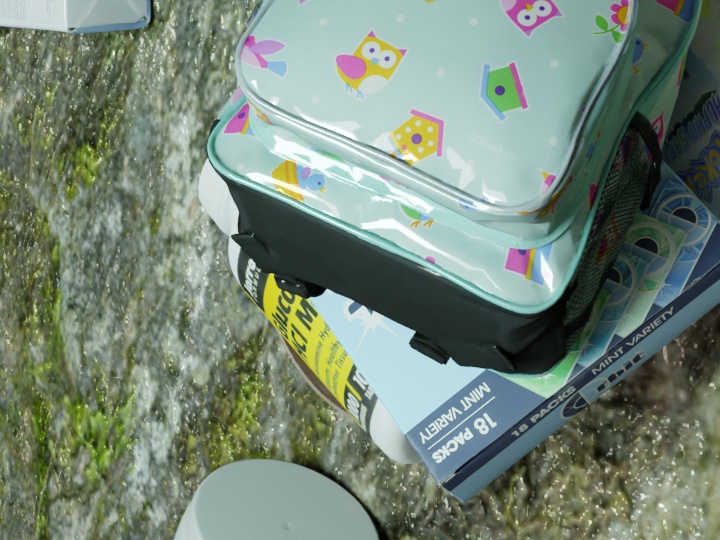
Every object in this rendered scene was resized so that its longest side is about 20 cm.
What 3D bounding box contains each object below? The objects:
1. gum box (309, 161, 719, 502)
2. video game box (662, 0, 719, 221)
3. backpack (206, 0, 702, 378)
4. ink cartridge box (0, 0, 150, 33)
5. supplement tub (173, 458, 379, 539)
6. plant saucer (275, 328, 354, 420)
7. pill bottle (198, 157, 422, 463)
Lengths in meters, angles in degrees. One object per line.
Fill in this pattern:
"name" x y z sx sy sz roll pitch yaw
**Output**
"gum box" 0.055 -0.021 0.715 0.170 0.045 0.200 -39 61 4
"video game box" 0.159 -0.121 0.688 0.182 0.047 0.200 62 150 13
"backpack" 0.047 -0.083 0.629 0.176 0.200 0.153 24 154 17
"ink cartridge box" -0.242 -0.248 1.092 0.200 0.076 0.137 12 107 43
"supplement tub" -0.077 0.239 0.987 0.132 0.132 0.200 43 127 32
"plant saucer" 0.014 -0.005 0.907 0.200 0.034 0.201 11 106 44
"pill bottle" 0.000 0.000 0.816 0.200 0.112 0.113 47 129 29
